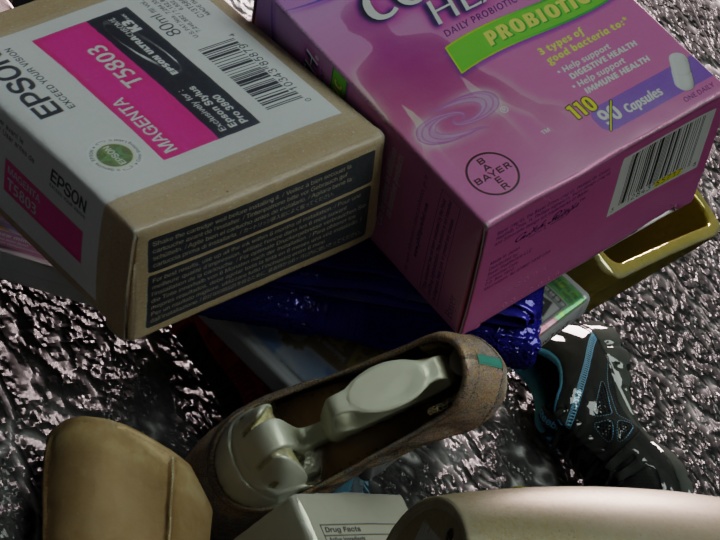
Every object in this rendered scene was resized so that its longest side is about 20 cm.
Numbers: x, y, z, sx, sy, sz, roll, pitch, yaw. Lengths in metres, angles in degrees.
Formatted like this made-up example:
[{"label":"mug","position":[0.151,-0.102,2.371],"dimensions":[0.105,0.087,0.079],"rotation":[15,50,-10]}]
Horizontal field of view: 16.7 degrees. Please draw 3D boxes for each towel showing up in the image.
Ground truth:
[{"label":"towel","position":[0.010,-0.025,1.361],"dimensions":[0.199,0.050,0.148],"rotation":[10,54,-4]}]

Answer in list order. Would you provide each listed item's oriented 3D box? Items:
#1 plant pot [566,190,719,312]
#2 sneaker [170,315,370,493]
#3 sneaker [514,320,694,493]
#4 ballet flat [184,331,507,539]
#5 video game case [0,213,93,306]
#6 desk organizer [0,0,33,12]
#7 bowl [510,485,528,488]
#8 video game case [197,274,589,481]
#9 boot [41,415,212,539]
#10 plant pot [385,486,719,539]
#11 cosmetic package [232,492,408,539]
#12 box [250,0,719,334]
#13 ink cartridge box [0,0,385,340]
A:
[{"label":"plant pot","position":[0.070,-0.038,1.553],"dimensions":[0.196,0.200,0.194],"rotation":[57,28,8]},{"label":"sneaker","position":[-0.049,0.063,1.418],"dimensions":[0.096,0.079,0.201],"rotation":[48,19,-57]},{"label":"sneaker","position":[0.159,0.122,1.656],"dimensions":[0.082,0.073,0.201],"rotation":[3,47,-34]},{"label":"ballet flat","position":[-0.020,0.081,1.278],"dimensions":[0.068,0.199,0.067],"rotation":[65,9,16]},{"label":"video game case","position":[-0.163,-0.052,1.345],"dimensions":[0.142,0.018,0.200],"rotation":[16,32,1]},{"label":"desk organizer","position":[-0.225,-0.167,1.405],"dimensions":[0.077,0.072,0.200],"rotation":[53,28,-1]},{"label":"bowl","position":[0.163,0.216,1.470],"dimensions":[0.200,0.200,0.108],"rotation":[30,78,-35]},{"label":"video game case","position":[0.000,0.000,1.385],"dimensions":[0.182,0.022,0.200],"rotation":[-35,69,-30]},{"label":"boot","position":[-0.087,0.183,1.209],"dimensions":[0.175,0.066,0.201],"rotation":[37,30,-27]},{"label":"plant pot","position":[0.108,0.182,1.224],"dimensions":[0.199,0.187,0.188],"rotation":[20,40,-26]},{"label":"cosmetic package","position":[0.005,0.223,1.273],"dimensions":[0.103,0.087,0.201],"rotation":[8,51,-52]},{"label":"box","position":[0.066,-0.096,1.337],"dimensions":[0.175,0.097,0.200],"rotation":[-28,61,-27]},{"label":"ink cartridge box","position":[-0.111,-0.070,1.289],"dimensions":[0.164,0.075,0.200],"rotation":[-23,49,-33]}]
